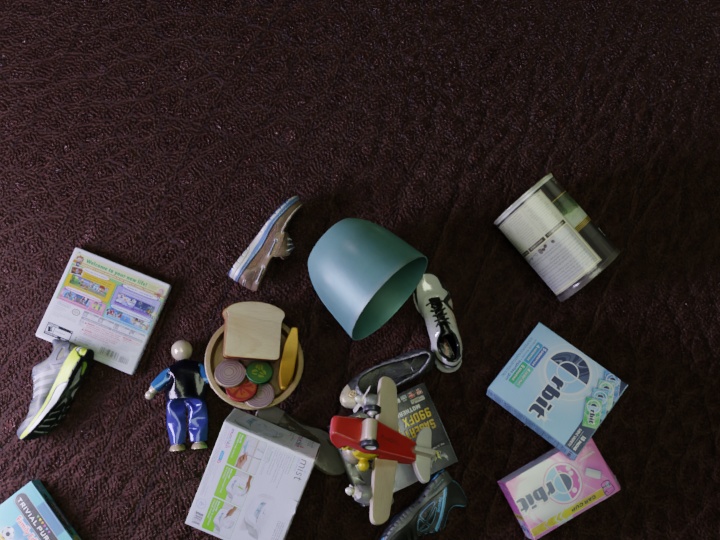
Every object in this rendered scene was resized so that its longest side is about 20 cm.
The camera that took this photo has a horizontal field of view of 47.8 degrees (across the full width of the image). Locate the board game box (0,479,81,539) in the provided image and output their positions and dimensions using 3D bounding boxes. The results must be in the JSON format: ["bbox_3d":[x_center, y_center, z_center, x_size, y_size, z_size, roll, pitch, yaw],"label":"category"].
[{"bbox_3d":[-0.619,0.497,1.442,0.199,0.047,0.151,-38,84,-9],"label":"board game box"}]

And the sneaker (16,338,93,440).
[{"bbox_3d":[-0.570,0.217,1.487,0.080,0.074,0.201,28,81,14],"label":"sneaker"}]

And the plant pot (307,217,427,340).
[{"bbox_3d":[0.000,0.000,1.500,0.201,0.201,0.161,-44,71,-10],"label":"plant pot"}]

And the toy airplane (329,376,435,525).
[{"bbox_3d":[0.033,0.309,1.418,0.200,0.140,0.200,-32,96,-52],"label":"toy airplane"}]

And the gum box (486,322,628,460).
[{"bbox_3d":[0.366,0.223,1.518,0.199,0.045,0.170,37,72,19],"label":"gum box"}]

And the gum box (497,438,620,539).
[{"bbox_3d":[0.371,0.397,1.510,0.199,0.066,0.114,-27,82,-8],"label":"gum box"}]

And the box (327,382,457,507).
[{"bbox_3d":[0.058,0.320,1.501,0.198,0.048,0.160,-21,81,-15],"label":"box"}]

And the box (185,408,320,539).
[{"bbox_3d":[-0.188,0.378,1.439,0.175,0.097,0.202,21,96,0],"label":"box"}]

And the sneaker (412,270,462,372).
[{"bbox_3d":[0.154,0.092,1.546,0.073,0.080,0.202,-18,80,-5],"label":"sneaker"}]

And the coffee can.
[{"bbox_3d":[0.374,-0.064,1.552,0.146,0.146,0.200,-39,84,-9],"label":"coffee can"}]

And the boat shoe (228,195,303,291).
[{"bbox_3d":[-0.166,-0.050,1.561,0.072,0.072,0.201,37,90,-1],"label":"boat shoe"}]

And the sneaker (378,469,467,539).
[{"bbox_3d":[0.110,0.459,1.480,0.200,0.073,0.082,-44,86,-9],"label":"sneaker"}]

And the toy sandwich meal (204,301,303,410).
[{"bbox_3d":[-0.194,0.154,1.499,0.203,0.070,0.207,4,65,-7],"label":"toy sandwich meal"}]

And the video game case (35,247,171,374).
[{"bbox_3d":[-0.485,0.076,1.538,0.198,0.022,0.184,21,80,1],"label":"video game case"}]

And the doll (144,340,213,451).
[{"bbox_3d":[-0.330,0.230,1.506,0.135,0.048,0.202,-3,80,-5],"label":"doll"}]

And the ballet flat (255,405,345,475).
[{"bbox_3d":[-0.111,0.316,1.511,0.199,0.046,0.068,32,58,-3],"label":"ballet flat"}]

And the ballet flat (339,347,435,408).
[{"bbox_3d":[0.048,0.197,1.524,0.199,0.057,0.067,-28,69,-1],"label":"ballet flat"}]
